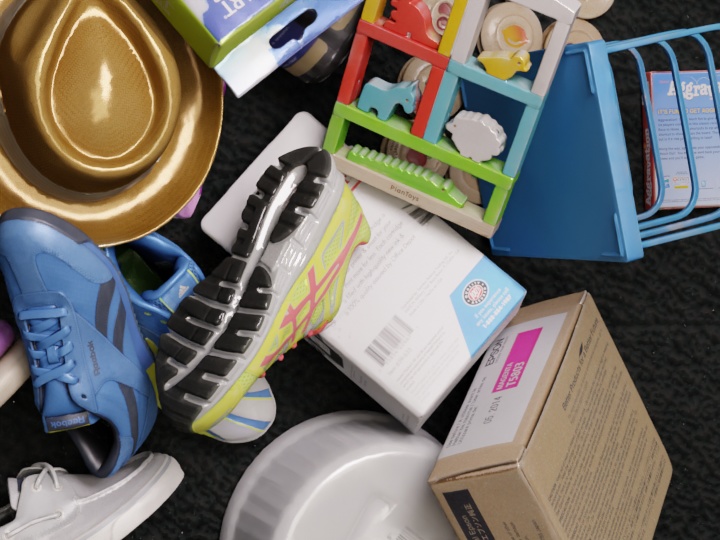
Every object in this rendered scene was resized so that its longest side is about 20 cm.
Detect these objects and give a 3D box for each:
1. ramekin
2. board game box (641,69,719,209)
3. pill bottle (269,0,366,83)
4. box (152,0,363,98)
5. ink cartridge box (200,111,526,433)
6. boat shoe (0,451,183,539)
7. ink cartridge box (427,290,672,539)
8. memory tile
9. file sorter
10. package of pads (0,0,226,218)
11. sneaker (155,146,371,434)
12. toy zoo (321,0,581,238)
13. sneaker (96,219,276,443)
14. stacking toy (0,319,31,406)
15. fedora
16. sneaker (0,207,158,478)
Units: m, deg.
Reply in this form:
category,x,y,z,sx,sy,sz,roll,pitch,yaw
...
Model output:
category,x,y,z,sx,sy,sz,roll,pitch,yaw
ramekin,0.009,0.202,1.321,0.199,0.098,0.202,-1,93,-18
board game box,0.307,-0.102,1.449,0.199,0.019,0.104,-3,94,-18
pill bottle,-0.082,-0.221,1.267,0.200,0.112,0.112,33,82,-17
box,-0.094,-0.221,1.173,0.122,0.048,0.200,-39,86,-18
ink cartridge box,0.000,0.000,1.306,0.200,0.067,0.116,40,79,8
boat shoe,-0.215,0.166,1.266,0.199,0.072,0.069,-29,101,-6
ink cartridge box,0.135,0.139,1.303,0.165,0.075,0.200,61,33,-22
memory tile,0.103,-0.145,1.381,0.152,0.017,0.201,13,88,-19
file sorter,0.170,-0.089,1.295,0.122,0.200,0.140,-14,97,-20
package of pads,-0.194,-0.114,1.253,0.199,0.076,0.121,14,88,-19
sneaker,-0.053,0.025,1.222,0.201,0.078,0.090,-57,134,-12
toy zoo,0.058,-0.132,1.221,0.131,0.020,0.201,24,121,10
sneaker,-0.122,0.041,1.266,0.200,0.105,0.076,46,75,-14
stacking toy,-0.301,0.013,1.223,0.085,0.085,0.200,-45,101,-12
fedora,-0.166,-0.115,1.178,0.199,0.082,0.202,1,88,-20
sneaker,-0.181,0.050,1.203,0.201,0.066,0.079,70,31,-41
